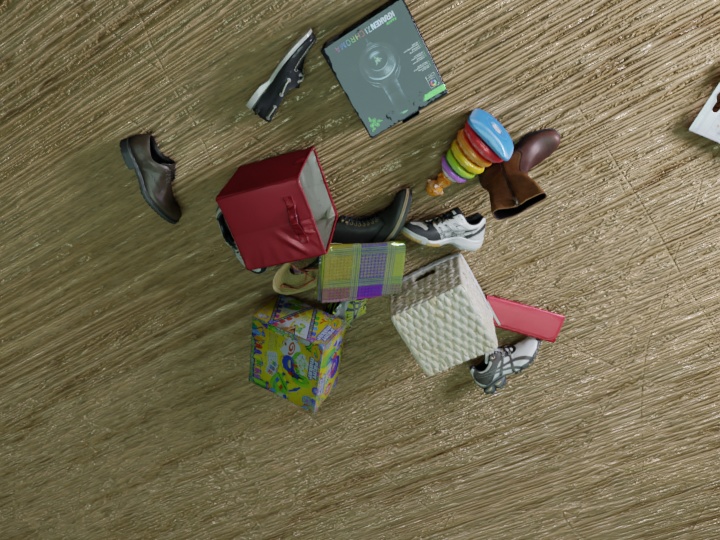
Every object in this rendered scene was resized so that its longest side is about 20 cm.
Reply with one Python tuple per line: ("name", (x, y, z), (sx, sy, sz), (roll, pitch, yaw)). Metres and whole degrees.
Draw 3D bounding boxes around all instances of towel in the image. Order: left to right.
("towel", (0.000, 0.000, 1.196), (0.198, 0.023, 0.145), (-6, 123, -16))

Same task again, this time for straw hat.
("straw hat", (-0.128, -0.035, 1.238), (0.199, 0.086, 0.202), (-23, 157, -10))

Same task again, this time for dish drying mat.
("dish drying mat", (0.393, 0.119, 1.347), (0.198, 0.018, 0.078), (16, 109, 2))

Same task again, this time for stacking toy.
("stacking toy", (0.209, -0.222, 1.134), (0.116, 0.110, 0.200), (43, 124, -5))

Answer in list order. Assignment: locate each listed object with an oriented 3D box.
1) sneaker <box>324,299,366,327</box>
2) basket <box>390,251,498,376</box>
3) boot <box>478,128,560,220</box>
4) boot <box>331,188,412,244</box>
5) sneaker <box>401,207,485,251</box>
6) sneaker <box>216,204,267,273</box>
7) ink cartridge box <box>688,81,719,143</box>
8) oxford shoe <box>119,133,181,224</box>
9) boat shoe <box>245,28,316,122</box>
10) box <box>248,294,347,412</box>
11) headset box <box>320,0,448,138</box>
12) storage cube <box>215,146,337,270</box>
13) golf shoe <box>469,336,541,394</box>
("sneaker", (-0.011, 0.063, 1.312), (0.076, 0.076, 0.200), (24, 131, -22))
("basket", (0.189, 0.105, 1.269), (0.197, 0.161, 0.201), (-26, 112, 17))
("boot", (0.327, -0.194, 1.080), (0.187, 0.201, 0.069), (-21, 118, 13))
("boot", (0.018, -0.111, 1.210), (0.137, 0.078, 0.201), (25, 116, -7))
("sneaker", (0.184, -0.100, 1.207), (0.198, 0.076, 0.089), (3, 116, -23))
("sneaker", (-0.268, -0.065, 1.221), (0.075, 0.088, 0.201), (-19, 119, 10))
("ink cartridge box", (0.780, -0.321, 1.095), (0.198, 0.047, 0.161), (20, 119, -4))
("oxford shoe", (-0.424, -0.192, 1.167), (0.083, 0.073, 0.202), (-16, 118, 8))
("boat shoe", (-0.142, -0.371, 1.059), (0.060, 0.074, 0.200), (38, 117, -19))
("box", (-0.153, 0.196, 1.319), (0.191, 0.122, 0.202), (21, 122, 18))
("headset box", (0.049, -0.377, 1.042), (0.173, 0.093, 0.201), (-26, 117, 15))
("storage cube", (-0.164, -0.128, 1.131), (0.178, 0.201, 0.172), (-11, 120, 14))
("golf shoe", (0.364, 0.221, 1.390), (0.094, 0.078, 0.200), (44, 100, -5))
